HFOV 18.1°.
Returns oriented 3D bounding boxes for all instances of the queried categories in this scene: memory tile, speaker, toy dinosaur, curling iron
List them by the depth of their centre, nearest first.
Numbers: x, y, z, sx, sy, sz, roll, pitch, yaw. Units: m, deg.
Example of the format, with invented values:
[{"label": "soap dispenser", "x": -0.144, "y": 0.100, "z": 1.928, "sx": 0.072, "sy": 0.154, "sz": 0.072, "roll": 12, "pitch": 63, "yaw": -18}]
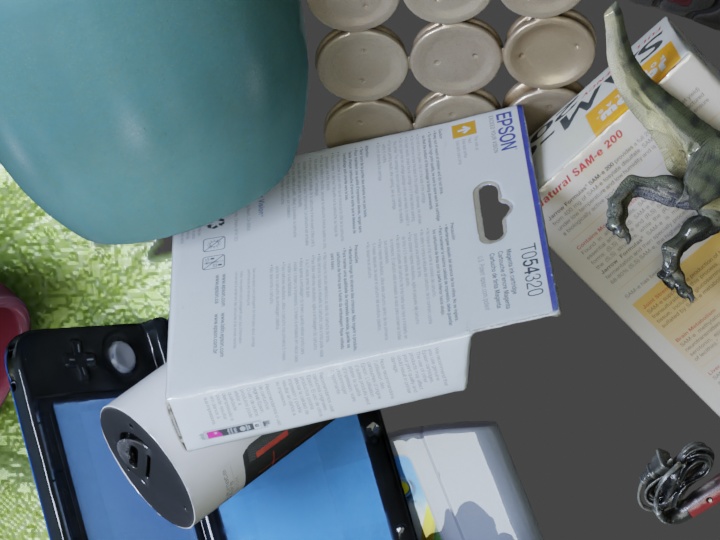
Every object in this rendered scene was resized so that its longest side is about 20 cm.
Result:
[{"label": "toy dinosaur", "x": 0.171, "y": -0.039, "z": 1.151, "sx": 0.200, "sy": 0.047, "sz": 0.088, "roll": 39, "pitch": 90, "yaw": -16}, {"label": "memory tile", "x": 0.048, "y": -0.134, "z": 1.200, "sx": 0.153, "sy": 0.017, "sz": 0.200, "roll": -5, "pitch": 135, "yaw": 3}, {"label": "speaker", "x": -0.042, "y": 0.052, "z": 1.226, "sx": 0.200, "sy": 0.081, "sz": 0.081, "roll": -36, "pitch": 100, "yaw": -26}, {"label": "curling iron", "x": 0.247, "y": 0.088, "z": 1.279, "sx": 0.200, "sy": 0.026, "sz": 0.050, "roll": -28, "pitch": 135, "yaw": 7}]

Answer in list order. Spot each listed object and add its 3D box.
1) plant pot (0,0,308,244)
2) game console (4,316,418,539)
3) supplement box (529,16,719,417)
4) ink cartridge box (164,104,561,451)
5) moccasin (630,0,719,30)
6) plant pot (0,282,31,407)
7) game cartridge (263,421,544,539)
[{"label": "plant pot", "x": -0.117, "y": -0.111, "z": 1.193, "sx": 0.200, "sy": 0.201, "sz": 0.161, "roll": -15, "pitch": 112, "yaw": 9}, {"label": "game console", "x": -0.079, "y": 0.110, "z": 1.250, "sx": 0.118, "sy": 0.171, "sz": 0.200, "roll": -25, "pitch": 76, "yaw": 36}, {"label": "supplement box", "x": 0.188, "y": -0.020, "z": 1.223, "sx": 0.126, "sy": 0.074, "sz": 0.200, "roll": -41, "pitch": 108, "yaw": 13}, {"label": "ink cartridge box", "x": 0.000, "y": 0.000, "z": 1.175, "sx": 0.200, "sy": 0.196, "sz": 0.043, "roll": -11, "pitch": 125, "yaw": 6}, {"label": "moccasin", "x": 0.164, "y": -0.185, "z": 1.203, "sx": 0.201, "sy": 0.074, "sz": 0.078, "roll": 19, "pitch": 65, "yaw": -2}, {"label": "plant pot", "x": -0.313, "y": 0.041, "z": 1.256, "sx": 0.179, "sy": 0.200, "sz": 0.200, "roll": 38, "pitch": 105, "yaw": 12}, {"label": "game cartridge", "x": 0.004, "y": 0.167, "z": 1.310, "sx": 0.200, "sy": 0.040, "sz": 0.133, "roll": -22, "pitch": 87, "yaw": 6}]
